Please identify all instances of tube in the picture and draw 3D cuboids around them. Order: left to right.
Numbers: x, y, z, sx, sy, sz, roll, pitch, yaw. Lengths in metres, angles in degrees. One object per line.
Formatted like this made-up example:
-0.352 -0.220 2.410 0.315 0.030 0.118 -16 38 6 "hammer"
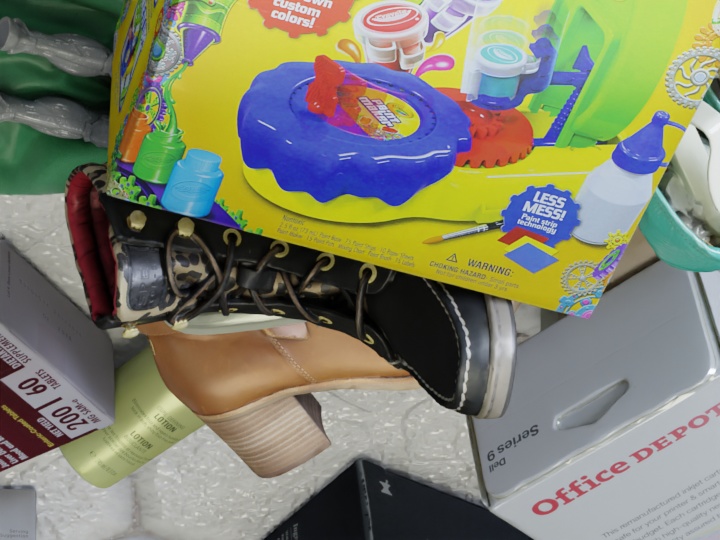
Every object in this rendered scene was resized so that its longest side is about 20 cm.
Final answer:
-0.075 0.045 1.161 0.200 0.052 0.058 -34 167 17 "tube"

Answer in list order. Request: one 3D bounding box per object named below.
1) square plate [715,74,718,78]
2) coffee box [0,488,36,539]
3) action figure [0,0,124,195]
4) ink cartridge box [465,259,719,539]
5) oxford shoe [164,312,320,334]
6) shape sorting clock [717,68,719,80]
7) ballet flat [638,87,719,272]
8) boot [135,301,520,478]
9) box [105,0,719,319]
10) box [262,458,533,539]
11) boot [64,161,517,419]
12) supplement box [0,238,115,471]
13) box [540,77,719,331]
0.134 -0.161 0.972 0.197 0.029 0.200 -7 139 0 "square plate"
-0.288 0.190 1.243 0.199 0.115 0.080 4 138 -11 "coffee box"
-0.077 -0.071 0.991 0.199 0.055 0.119 10 112 -26 "action figure"
0.168 0.094 1.105 0.145 0.088 0.200 -33 135 24 "ink cartridge box"
0.000 0.000 1.029 0.199 0.075 0.058 -16 136 -16 "oxford shoe"
0.234 -0.146 0.951 0.200 0.039 0.200 -31 149 -21 "shape sorting clock"
0.129 -0.081 0.951 0.070 0.067 0.200 7 137 54 "ballet flat"
-0.020 -0.005 1.089 0.200 0.077 0.155 -32 117 4 "boot"
0.025 -0.112 0.823 0.199 0.122 0.193 14 124 -14 "box"
0.001 0.226 1.336 0.148 0.105 0.200 23 131 -30 "box"
-0.032 0.003 0.904 0.150 0.200 0.073 -4 123 -21 "boot"
-0.242 0.069 1.151 0.199 0.061 0.109 -24 137 19 "supplement box"
0.141 -0.006 1.113 0.095 0.078 0.200 -9 139 0 "box"
